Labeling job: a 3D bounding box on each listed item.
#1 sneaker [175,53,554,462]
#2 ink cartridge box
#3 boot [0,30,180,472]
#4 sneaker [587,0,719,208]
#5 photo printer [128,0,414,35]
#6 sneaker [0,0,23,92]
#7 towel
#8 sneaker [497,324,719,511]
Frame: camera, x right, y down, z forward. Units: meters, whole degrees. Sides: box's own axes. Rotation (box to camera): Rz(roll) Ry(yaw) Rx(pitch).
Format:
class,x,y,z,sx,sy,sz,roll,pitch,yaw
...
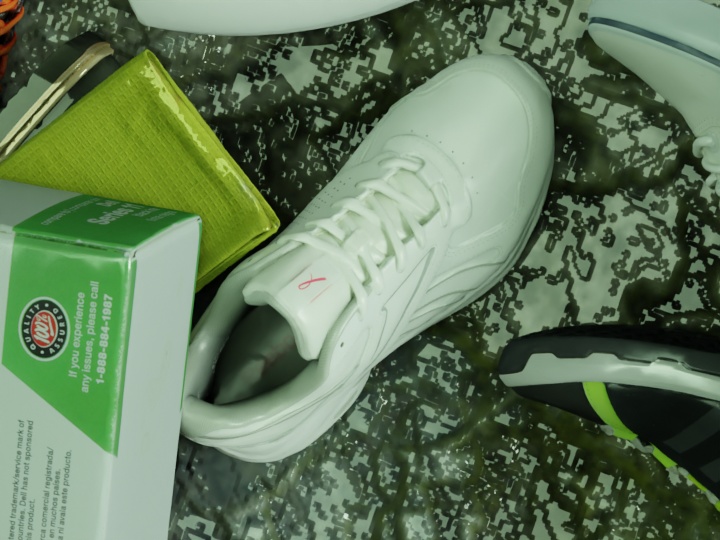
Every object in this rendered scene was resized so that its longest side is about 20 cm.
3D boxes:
class,x,y,z,sx,sy,sz,roll,pitch,yaw
sneaker,0.000,0.000,1.023,0.078,0.099,0.200,41,100,9
ink cartridge box,-0.171,0.037,0.991,0.200,0.083,0.147,11,104,13
boot,-0.109,0.019,1.070,0.138,0.077,0.200,33,112,6
sneaker,0.161,-0.035,0.995,0.200,0.073,0.071,35,87,9
photo printer,-0.029,-0.194,1.040,0.166,0.069,0.200,-12,89,13
sneaker,-0.167,-0.082,1.080,0.078,0.075,0.200,44,109,7
towel,-0.131,0.006,1.026,0.200,0.018,0.086,-36,97,19
sneaker,0.145,0.072,1.005,0.200,0.072,0.083,11,95,13
